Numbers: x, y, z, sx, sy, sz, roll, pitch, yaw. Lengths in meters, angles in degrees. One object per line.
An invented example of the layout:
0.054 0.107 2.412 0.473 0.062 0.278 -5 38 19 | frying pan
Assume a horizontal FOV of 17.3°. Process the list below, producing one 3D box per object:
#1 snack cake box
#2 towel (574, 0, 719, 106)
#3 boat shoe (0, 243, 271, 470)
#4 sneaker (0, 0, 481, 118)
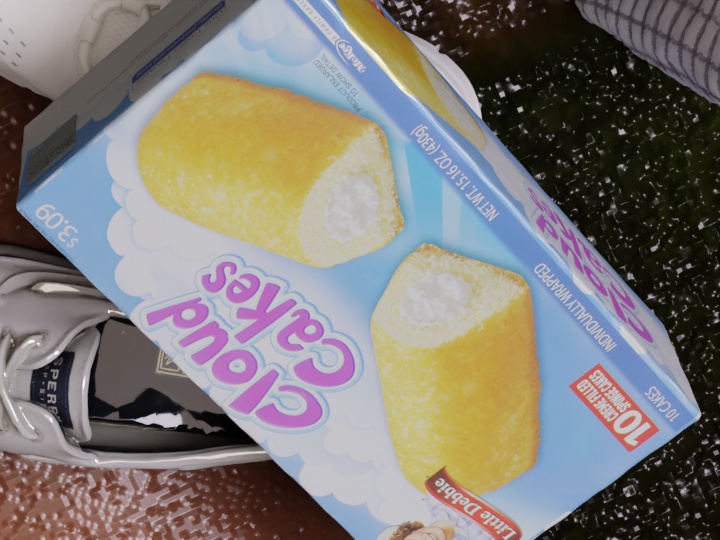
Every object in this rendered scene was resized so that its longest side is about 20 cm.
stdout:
0.000 0.000 0.748 0.115 0.067 0.200 -39 113 13 | snack cake box
0.165 -0.143 0.772 0.085 0.166 0.201 20 99 -18 | towel
-0.103 0.036 0.823 0.199 0.066 0.072 10 100 -9 | boat shoe
-0.047 -0.073 0.798 0.199 0.087 0.075 16 101 -9 | sneaker
